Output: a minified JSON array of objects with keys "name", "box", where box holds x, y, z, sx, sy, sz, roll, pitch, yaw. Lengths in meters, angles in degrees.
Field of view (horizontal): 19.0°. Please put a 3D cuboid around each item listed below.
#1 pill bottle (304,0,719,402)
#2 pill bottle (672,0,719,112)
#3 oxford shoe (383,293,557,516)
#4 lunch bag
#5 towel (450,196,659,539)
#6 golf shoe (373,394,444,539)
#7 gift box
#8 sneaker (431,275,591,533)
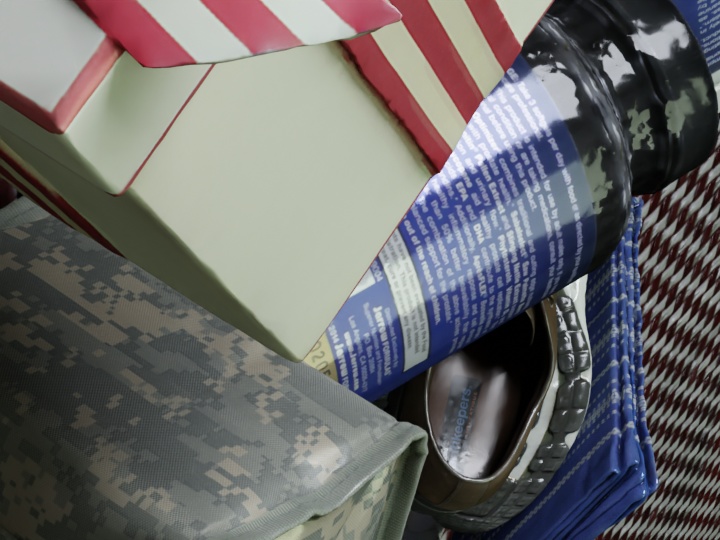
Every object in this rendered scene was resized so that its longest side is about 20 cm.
[{"name":"pill bottle","box":[0.021,-0.029,0.742,0.200,0.112,0.112,-29,147,-20]},{"name":"pill bottle","box":[0.110,-0.135,0.852,0.111,0.111,0.200,-53,156,-14]},{"name":"oxford shoe","box":[0.059,0.000,0.885,0.084,0.073,0.200,147,-50,-74]},{"name":"lunch bag","box":[-0.091,0.105,0.669,0.118,0.164,0.200,-28,141,-47]},{"name":"towel","box":[0.088,0.068,0.998,0.145,0.024,0.200,-51,-161,35]},{"name":"golf shoe","box":[-0.003,0.085,0.968,0.200,0.075,0.092,53,55,-68]},{"name":"gift box","box":[-0.040,-0.105,0.484,0.185,0.200,0.187,-60,156,-9]},{"name":"sneaker","box":[0.070,0.023,0.973,0.089,0.077,0.200,86,18,-78]}]
